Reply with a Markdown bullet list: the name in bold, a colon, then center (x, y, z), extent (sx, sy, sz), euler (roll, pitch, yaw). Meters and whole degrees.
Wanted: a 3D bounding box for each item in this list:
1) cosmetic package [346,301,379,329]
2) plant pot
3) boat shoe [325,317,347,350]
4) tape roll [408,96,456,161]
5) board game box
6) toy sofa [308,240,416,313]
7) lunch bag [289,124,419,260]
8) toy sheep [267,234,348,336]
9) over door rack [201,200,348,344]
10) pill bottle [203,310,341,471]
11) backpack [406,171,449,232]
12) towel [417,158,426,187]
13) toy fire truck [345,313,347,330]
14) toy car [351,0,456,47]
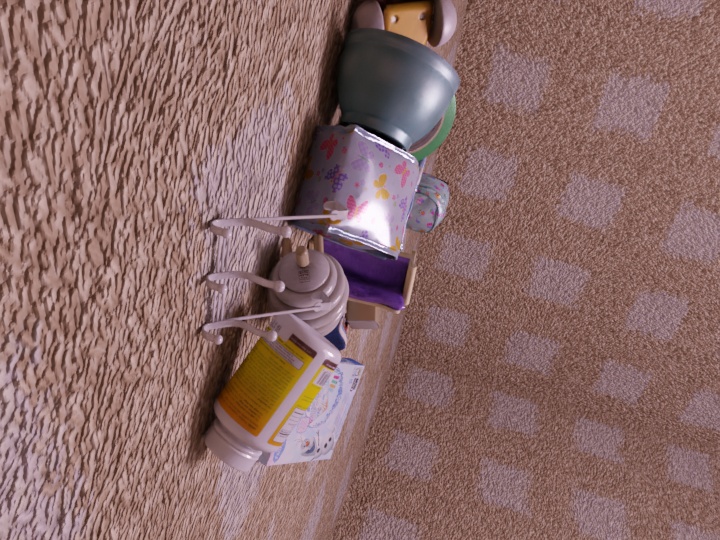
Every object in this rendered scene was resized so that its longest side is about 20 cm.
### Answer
- **cosmetic package**: center (0.009, 0.029, 1.490), extent (0.105, 0.070, 0.204), euler (65, 25, -75)
- **plant pot**: center (0.044, -0.270, 1.022), extent (0.200, 0.198, 0.136), euler (38, 72, -80)
- **boat shoe**: center (-0.068, 0.086, 1.319), extent (0.201, 0.071, 0.073), euler (85, 3, -52)
- **tape roll**: center (0.091, -0.307, 1.263), extent (0.048, 0.197, 0.203), euler (-121, -151, -44)
- **board game box**: center (-0.092, 0.259, 1.201), extent (0.198, 0.043, 0.203), euler (19, 92, -57)
- **toy sofa**: center (0.000, 0.000, 1.157), extent (0.098, 0.197, 0.084), euler (-69, 171, -60)
- **lunch bag**: center (0.004, -0.118, 1.028), extent (0.198, 0.126, 0.172), euler (16, 88, -41)
- **toy sheep**: center (-0.080, 0.027, 0.955), extent (0.201, 0.136, 0.139), euler (78, 28, -54)
- **over door rack**: center (-0.093, 0.002, 0.776), extent (0.198, 0.066, 0.150), euler (-14, 125, -43)
- **pill bottle**: center (-0.122, 0.164, 0.860), extent (0.201, 0.109, 0.109), euler (-54, 169, -3)
- **backpack**: center (0.121, -0.178, 1.602), extent (0.168, 0.197, 0.127), euler (97, 13, -46)
- **towel**: center (0.079, -0.274, 1.379), extent (0.024, 0.145, 0.203), euler (17, 87, -66)
- **toy fire truck**: center (-0.078, 0.194, 1.461), extent (0.200, 0.048, 0.143), euler (-58, 161, -64)
- **toy car**: center (0.066, -0.460, 1.041), extent (0.202, 0.172, 0.151), euler (95, -21, -45)
